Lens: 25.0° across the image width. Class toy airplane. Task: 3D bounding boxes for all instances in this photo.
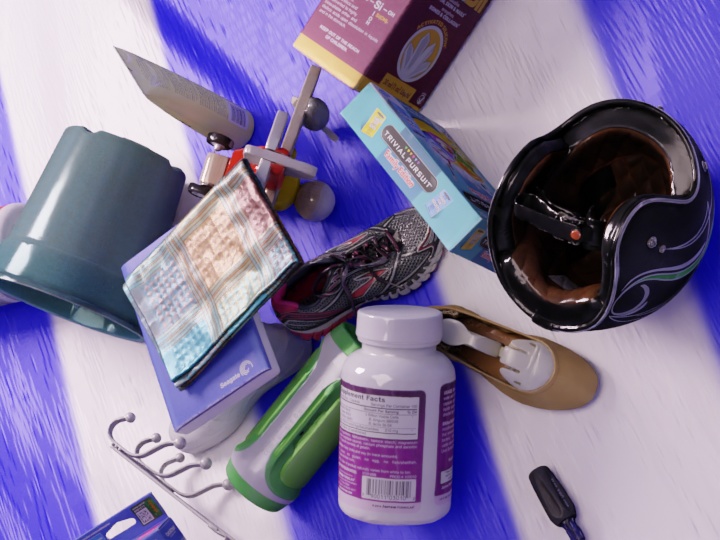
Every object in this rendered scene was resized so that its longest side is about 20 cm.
[{"bbox_3d":[-0.084,-0.096,1.726,0.200,0.141,0.199,-53,25,30],"label":"toy airplane"}]

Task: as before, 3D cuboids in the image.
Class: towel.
[{"bbox_3d":[-0.152,0.003,1.629,0.200,0.022,0.147,-45,58,24],"label":"towel"}]

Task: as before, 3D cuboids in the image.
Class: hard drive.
[{"bbox_3d":[-0.167,0.049,1.669,0.132,0.025,0.200,-34,61,24],"label":"hard drive"}]

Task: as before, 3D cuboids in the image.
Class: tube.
[{"bbox_3d":[-0.194,-0.186,1.781,0.058,0.200,0.052,7,79,33],"label":"tube"}]

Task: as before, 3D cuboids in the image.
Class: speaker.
[{"bbox_3d":[-0.051,0.151,1.673,0.200,0.088,0.088,-51,57,11],"label":"speaker"}]

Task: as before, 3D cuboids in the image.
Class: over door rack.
[{"bbox_3d":[-0.164,0.236,1.681,0.067,0.148,0.200,-42,59,-4],"label":"over door rack"}]

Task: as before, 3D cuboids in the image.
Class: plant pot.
[{"bbox_3d":[-0.298,-0.045,1.829,0.200,0.200,0.196,14,78,34],"label":"plant pot"}]

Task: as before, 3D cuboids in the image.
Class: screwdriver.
[{"bbox_3d":[0.214,0.267,1.515,0.028,0.029,0.200,-39,64,18],"label":"screwdriver"}]

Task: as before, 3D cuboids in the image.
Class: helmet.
[{"bbox_3d":[0.228,-0.050,1.485,0.200,0.191,0.200,26,131,34],"label":"helmet"}]

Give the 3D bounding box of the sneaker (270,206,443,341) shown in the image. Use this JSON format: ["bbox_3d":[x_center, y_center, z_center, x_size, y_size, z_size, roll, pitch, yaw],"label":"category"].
[{"bbox_3d":[0.000,0.000,1.677,0.200,0.075,0.081,-36,60,5],"label":"sneaker"}]

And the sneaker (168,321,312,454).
[{"bbox_3d":[-0.157,0.118,1.733,0.200,0.116,0.074,-43,61,18],"label":"sneaker"}]

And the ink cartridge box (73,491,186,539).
[{"bbox_3d":[-0.209,0.343,1.697,0.119,0.042,0.200,-33,92,22],"label":"ink cartridge box"}]

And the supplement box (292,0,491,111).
[{"bbox_3d":[0.046,-0.275,1.696,0.103,0.131,0.200,38,100,32],"label":"supplement box"}]

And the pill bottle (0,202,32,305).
[{"bbox_3d":[-0.471,-0.007,1.963,0.200,0.116,0.116,-13,71,29],"label":"pill bottle"}]

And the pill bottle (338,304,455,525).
[{"bbox_3d":[0.035,0.137,1.576,0.112,0.112,0.200,7,99,34],"label":"pill bottle"}]

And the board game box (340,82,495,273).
[{"bbox_3d":[0.085,-0.085,1.608,0.047,0.151,0.200,-46,59,14],"label":"board game box"}]

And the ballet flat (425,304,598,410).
[{"bbox_3d":[0.135,0.084,1.586,0.200,0.063,0.069,20,87,34],"label":"ballet flat"}]
